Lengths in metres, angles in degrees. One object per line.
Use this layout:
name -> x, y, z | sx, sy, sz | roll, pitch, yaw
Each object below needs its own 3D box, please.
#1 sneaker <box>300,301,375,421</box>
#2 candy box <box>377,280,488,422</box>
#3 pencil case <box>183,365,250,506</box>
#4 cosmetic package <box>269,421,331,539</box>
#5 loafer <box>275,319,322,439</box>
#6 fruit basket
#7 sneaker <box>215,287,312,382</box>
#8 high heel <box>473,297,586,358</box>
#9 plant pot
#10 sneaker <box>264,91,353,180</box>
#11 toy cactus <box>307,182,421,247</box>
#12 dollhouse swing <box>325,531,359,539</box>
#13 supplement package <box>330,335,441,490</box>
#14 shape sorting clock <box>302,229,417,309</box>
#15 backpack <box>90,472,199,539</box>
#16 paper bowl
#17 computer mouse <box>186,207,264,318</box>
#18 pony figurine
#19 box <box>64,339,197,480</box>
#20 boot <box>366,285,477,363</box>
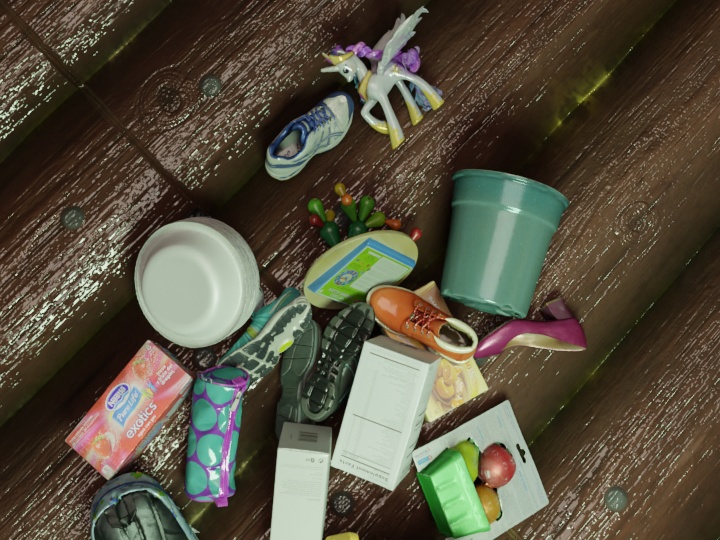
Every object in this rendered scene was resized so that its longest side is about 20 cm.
sneaker -> -0.032, 0.145, 1.305 | 0.074, 0.079, 0.203 | 28, 89, 24
candy box -> 0.116, 0.135, 1.356 | 0.114, 0.055, 0.203 | -26, 82, -7
pencil case -> -0.227, 0.258, 1.280 | 0.084, 0.091, 0.205 | 1, 100, -45
cosmetic package -> -0.092, 0.353, 1.253 | 0.083, 0.108, 0.205 | 7, 100, -2
loafer -> -0.093, 0.185, 1.343 | 0.071, 0.062, 0.205 | 2, 75, 39
fruit basket -> 0.195, 0.338, 1.321 | 0.197, 0.093, 0.189 | -23, 90, -27
sneaker -> -0.161, 0.110, 1.344 | 0.199, 0.080, 0.078 | -42, 129, 3
high heel -> 0.284, 0.124, 1.358 | 0.197, 0.068, 0.097 | -25, 72, -10
plant pot -> 0.222, -0.037, 1.324 | 0.196, 0.200, 0.201 | 15, 83, 0
sneaker -> -0.083, -0.237, 1.393 | 0.075, 0.088, 0.200 | 42, 79, 6
toy cactus -> -0.009, -0.045, 1.370 | 0.196, 0.102, 0.168 | 23, 89, -8
dollhouse swing -> 0.058, 0.481, 1.196 | 0.197, 0.174, 0.186 | 23, 77, -32
supplement package -> 0.041, 0.220, 1.277 | 0.112, 0.109, 0.204 | 18, 95, 15
shape sorting clock -> 0.000, 0.000, 1.307 | 0.196, 0.201, 0.040 | -24, 58, -7
backpack -> -0.335, 0.412, 1.239 | 0.161, 0.154, 0.203 | -27, 120, -10
paper bowl -> -0.269, 0.021, 1.296 | 0.196, 0.104, 0.206 | 3, 102, 14
computer mouse -> -0.242, -0.003, 1.367 | 0.199, 0.044, 0.110 | 42, 80, 4
pony figurine -> 0.051, -0.344, 1.398 | 0.193, 0.166, 0.201 | -42, 101, -5
box -> -0.359, 0.221, 1.295 | 0.094, 0.103, 0.201 | 38, 82, 4
boot -> 0.099, 0.078, 1.284 | 0.197, 0.107, 0.076 | 27, 83, 5
